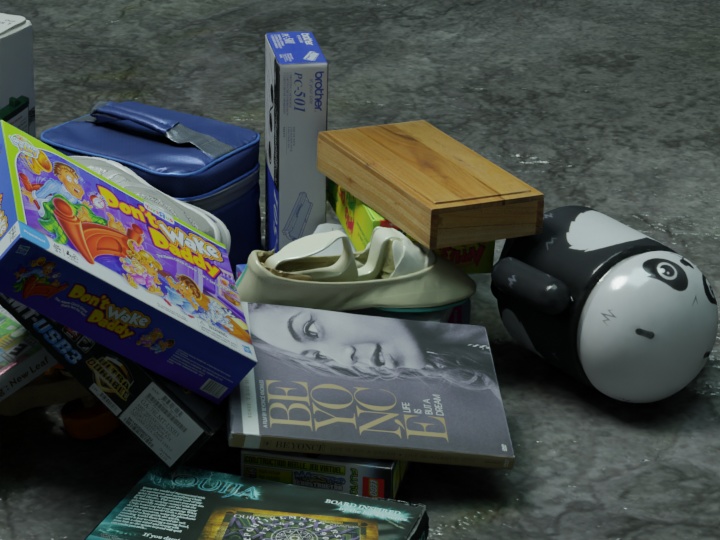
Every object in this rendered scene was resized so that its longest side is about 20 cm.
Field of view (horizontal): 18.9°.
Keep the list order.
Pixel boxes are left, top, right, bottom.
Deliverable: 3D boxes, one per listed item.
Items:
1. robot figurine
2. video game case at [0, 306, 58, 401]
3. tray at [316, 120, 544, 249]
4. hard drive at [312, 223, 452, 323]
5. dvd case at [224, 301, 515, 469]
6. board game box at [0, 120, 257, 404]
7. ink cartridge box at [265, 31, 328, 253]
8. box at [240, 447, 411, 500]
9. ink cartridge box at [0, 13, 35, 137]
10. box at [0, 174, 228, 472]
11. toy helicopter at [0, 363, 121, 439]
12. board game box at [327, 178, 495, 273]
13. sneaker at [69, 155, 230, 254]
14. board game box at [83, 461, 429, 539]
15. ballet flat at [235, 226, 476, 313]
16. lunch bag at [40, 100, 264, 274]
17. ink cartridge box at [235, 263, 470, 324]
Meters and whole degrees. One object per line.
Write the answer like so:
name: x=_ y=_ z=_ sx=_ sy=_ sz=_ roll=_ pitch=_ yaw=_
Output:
robot figurine: x=0.185 y=0.021 z=1.660 sx=0.150 sy=0.125 sz=0.200 roll=-30 pitch=33 yaw=-20
video game case: x=-0.324 y=0.075 z=1.547 sx=0.182 sy=0.022 sz=0.200 roll=-35 pitch=30 yaw=-20
tray: x=0.052 y=-0.071 z=1.700 sx=0.098 sy=0.037 sz=0.200 roll=-8 pitch=23 yaw=-25
hard drive: x=0.008 y=0.016 z=1.698 sx=0.131 sy=0.027 sz=0.200 roll=8 pitch=22 yaw=9
dvd case: x=0.002 y=0.079 z=1.523 sx=0.199 sy=0.016 sz=0.149 roll=5 pitch=36 yaw=-11
board game box: x=-0.169 y=-0.005 z=1.461 sx=0.200 sy=0.045 sz=0.135 roll=30 pitch=25 yaw=-33
ink cartridge box: x=-0.055 y=-0.093 z=1.827 sx=0.044 sy=0.201 sz=0.094 roll=-3 pitch=23 yaw=-9
box: x=-0.010 y=0.107 z=1.568 sx=0.110 sy=0.035 sz=0.200 roll=6 pitch=23 yaw=11
ink cartridge box: x=-0.365 y=-0.125 z=1.893 sx=0.145 sy=0.201 sz=0.084 roll=10 pitch=24 yaw=22
box: x=-0.162 y=0.033 z=1.540 sx=0.199 sy=0.050 sz=0.200 roll=46 pitch=18 yaw=-1
toy helicopter: x=-0.265 y=0.069 z=1.608 sx=0.199 sy=0.079 sz=0.132 roll=-10 pitch=28 yaw=7
board game box: x=0.037 y=-0.054 z=1.773 sx=0.101 sy=0.048 sz=0.200 roll=0 pitch=21 yaw=-12
sneaker: x=-0.203 y=-0.051 z=1.746 sx=0.199 sy=0.075 sz=0.082 roll=16 pitch=0 yaw=23
board game box: x=-0.069 y=0.179 z=1.403 sx=0.199 sy=0.028 sz=0.135 roll=8 pitch=23 yaw=18
ballet flat: x=0.000 y=0.000 z=1.615 sx=0.199 sy=0.070 sz=0.069 roll=-7 pitch=24 yaw=-25
lunch bag: x=-0.185 y=-0.077 z=1.874 sx=0.199 sy=0.133 sz=0.136 roll=16 pitch=27 yaw=30
ink cartridge box: x=-0.022 y=0.025 z=1.760 sx=0.199 sy=0.042 sz=0.119 roll=-8 pitch=24 yaw=-16
